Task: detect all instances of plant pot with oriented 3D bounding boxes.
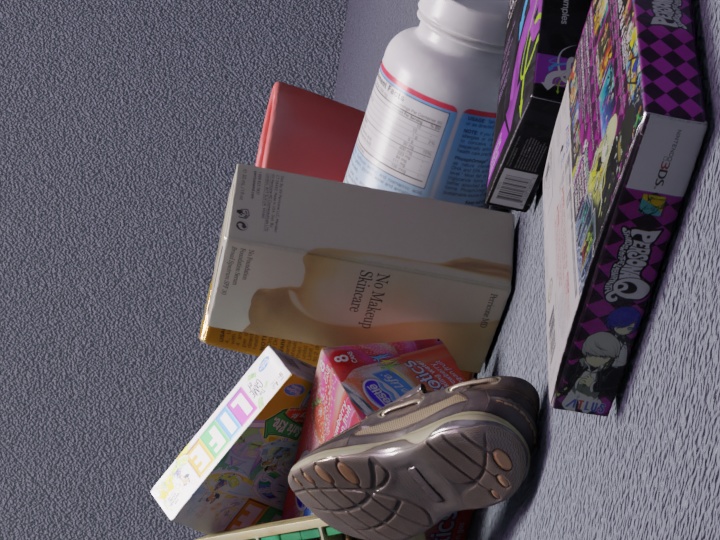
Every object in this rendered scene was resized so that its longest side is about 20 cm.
[{"bbox_3d":[-0.001,-0.034,1.913,0.200,0.176,0.202,-170,90,-85],"label":"plant pot"}]

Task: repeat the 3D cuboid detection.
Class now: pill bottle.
[{"bbox_3d":[0.056,-0.104,1.749,0.109,0.108,0.201,-91,18,-68],"label":"pill bottle"}]

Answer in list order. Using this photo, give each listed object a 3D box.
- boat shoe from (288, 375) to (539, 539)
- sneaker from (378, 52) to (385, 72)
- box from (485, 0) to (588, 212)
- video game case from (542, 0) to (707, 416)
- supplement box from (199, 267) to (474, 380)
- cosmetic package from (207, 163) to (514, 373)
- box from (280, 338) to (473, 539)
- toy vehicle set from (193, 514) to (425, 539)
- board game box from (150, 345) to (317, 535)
[{"bbox_3d":[0.039,0.112,1.481,0.199,0.075,0.073,-16,28,45],"label":"boat shoe"},{"bbox_3d":[0.050,-0.107,2.224,0.077,0.075,0.201,25,-106,-72],"label":"sneaker"},{"bbox_3d":[0.120,-0.160,1.592,0.143,0.036,0.201,109,172,-62],"label":"box"},{"bbox_3d":[0.130,-0.058,1.232,0.201,0.036,0.182,-86,8,-54],"label":"video game case"},{"bbox_3d":[-0.015,0.042,1.764,0.067,0.199,0.069,177,103,-85],"label":"supplement box"},{"bbox_3d":[0.000,0.000,1.680,0.106,0.199,0.071,104,173,-50],"label":"cosmetic package"},{"bbox_3d":[0.012,0.156,1.659,0.103,0.094,0.201,-119,34,-46],"label":"box"},{"bbox_3d":[-0.025,0.224,1.599,0.199,0.026,0.125,-16,88,46],"label":"toy vehicle set"},{"bbox_3d":[-0.037,0.141,1.719,0.135,0.200,0.034,-51,49,11],"label":"board game box"}]
